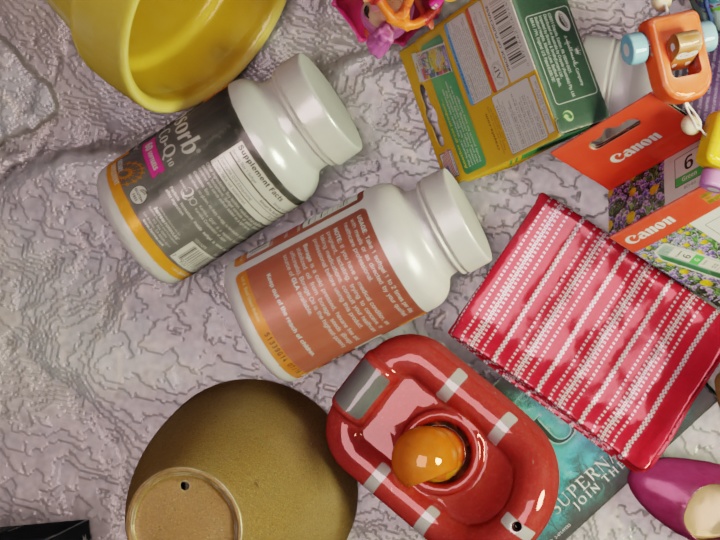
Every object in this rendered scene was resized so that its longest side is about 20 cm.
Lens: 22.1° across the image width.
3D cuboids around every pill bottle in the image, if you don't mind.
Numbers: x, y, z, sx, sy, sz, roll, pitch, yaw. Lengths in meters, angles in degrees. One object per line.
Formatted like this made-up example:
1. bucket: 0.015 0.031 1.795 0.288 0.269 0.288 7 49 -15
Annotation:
1. pill bottle: 0.268 -0.129 1.433 0.199 0.111 0.112 9 94 11
2. pill bottle: 0.000 0.000 1.492 0.200 0.112 0.112 -27 87 11
3. pill bottle: -0.106 -0.085 1.508 0.200 0.116 0.117 -33 86 11

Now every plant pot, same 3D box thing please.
1. plant pot: -0.184 -0.258 1.488 0.189 0.201 0.201 35 99 24
2. plant pot: -0.114 0.189 1.478 0.186 0.200 0.187 0 92 13

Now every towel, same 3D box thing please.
1. towel: 0.185 0.050 1.471 0.200 0.022 0.145 36 96 15

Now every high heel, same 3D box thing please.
1. high heel: 0.303 0.202 1.436 0.200 0.096 0.068 21 98 4

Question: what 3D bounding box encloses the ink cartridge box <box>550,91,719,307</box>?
1. ink cartridge box: 0.249 -0.049 1.393 0.109 0.200 0.050 -31 42 40

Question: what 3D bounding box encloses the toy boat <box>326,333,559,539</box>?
1. toy boat: 0.060 0.146 1.446 0.200 0.131 0.131 39 100 11

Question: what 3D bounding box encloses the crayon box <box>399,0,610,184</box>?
1. crayon box: 0.109 -0.148 1.451 0.051 0.200 0.126 -19 88 -24

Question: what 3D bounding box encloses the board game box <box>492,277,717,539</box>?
1. board game box: 0.173 0.122 1.503 0.200 0.028 0.135 -45 84 9

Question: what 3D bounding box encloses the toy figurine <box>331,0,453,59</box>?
1. toy figurine: 0.042 -0.236 1.442 0.150 0.184 0.200 18 51 -12

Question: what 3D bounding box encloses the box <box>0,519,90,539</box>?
1. box: -0.333 0.301 1.574 0.199 0.107 0.149 -7 90 11

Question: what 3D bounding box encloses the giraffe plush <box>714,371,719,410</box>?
1. giraffe plush: 0.397 0.108 1.412 0.200 0.172 0.162 -30 97 -23

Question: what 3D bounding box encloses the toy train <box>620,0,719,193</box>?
1. toy train: 0.292 -0.136 1.317 0.199 0.056 0.151 -8 88 -16

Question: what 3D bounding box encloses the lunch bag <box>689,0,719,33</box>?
1. lunch bag: 0.333 -0.260 1.392 0.200 0.161 0.083 -27 78 10
